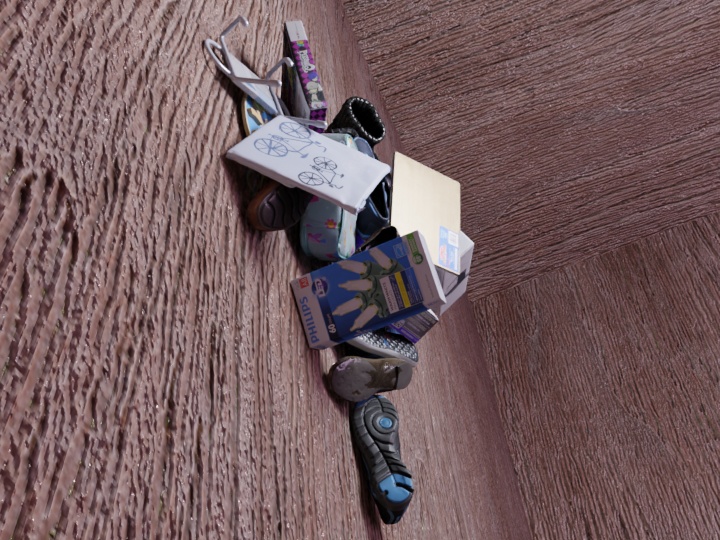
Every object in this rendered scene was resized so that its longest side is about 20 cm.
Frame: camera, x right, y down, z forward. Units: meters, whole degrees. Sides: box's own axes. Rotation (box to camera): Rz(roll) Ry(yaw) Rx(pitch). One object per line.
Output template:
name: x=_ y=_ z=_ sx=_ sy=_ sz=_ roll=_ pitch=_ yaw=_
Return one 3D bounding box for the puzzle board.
puzzle board: x=0.113 y=-0.099 z=1.364 sx=0.149 sy=0.017 sz=0.203 roll=22 pitch=55 yaw=-26

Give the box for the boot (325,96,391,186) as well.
boot: x=0.017 y=-0.238 z=1.559 sx=0.210 sy=0.157 sz=0.080 roll=37 pitch=54 yaw=-16

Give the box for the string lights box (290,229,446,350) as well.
string lights box: x=0.011 y=0.030 z=1.097 sx=0.059 sy=0.197 sz=0.104 roll=31 pitch=39 yaw=-73

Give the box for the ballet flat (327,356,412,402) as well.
ballet flat: x=0.009 y=0.158 z=1.175 sx=0.199 sy=0.046 sz=0.069 roll=3 pitch=97 yaw=-53

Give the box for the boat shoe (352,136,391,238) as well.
boat shoe: x=0.022 y=-0.151 z=1.341 sx=0.083 sy=0.069 sz=0.203 roll=2 pitch=61 yaw=-34

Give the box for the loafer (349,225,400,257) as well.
loafer: x=0.000 y=0.000 z=1.206 sx=0.201 sy=0.072 sz=0.072 roll=-56 pitch=166 yaw=-28

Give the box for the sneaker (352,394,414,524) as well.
sneaker: x=0.026 y=0.274 z=1.140 sx=0.202 sy=0.072 sz=0.083 roll=-102 pitch=-167 yaw=-47

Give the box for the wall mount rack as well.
wall mount rack: x=-0.135 y=-0.278 z=1.144 sx=0.199 sy=0.074 sz=0.175 roll=32 pitch=28 yaw=-52

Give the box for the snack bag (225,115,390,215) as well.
snack bag: x=-0.064 y=-0.149 z=1.079 sx=0.189 sy=0.197 sz=0.022 roll=-57 pitch=170 yaw=-60

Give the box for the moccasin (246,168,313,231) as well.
moccasin: x=-0.113 y=-0.113 z=1.083 sx=0.202 sy=0.076 sz=0.075 roll=-64 pitch=151 yaw=-53

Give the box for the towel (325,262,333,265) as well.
towel: x=-0.011 y=0.069 z=1.381 sx=0.200 sy=0.022 sz=0.146 roll=47 pitch=26 yaw=-62

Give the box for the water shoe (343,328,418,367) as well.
water shoe: x=0.009 y=0.129 z=1.259 sx=0.199 sy=0.079 sz=0.072 roll=29 pitch=31 yaw=-33

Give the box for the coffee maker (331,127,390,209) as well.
coffee maker: x=0.010 y=-0.142 z=1.498 sx=0.200 sy=0.132 sz=0.195 roll=66 pitch=26 yaw=-68

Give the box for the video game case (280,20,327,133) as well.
video game case: x=-0.100 y=-0.282 z=1.313 sx=0.201 sy=0.035 sz=0.184 roll=104 pitch=-28 yaw=-61

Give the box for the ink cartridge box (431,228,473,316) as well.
ink cartridge box: x=0.134 y=-0.025 z=1.487 sx=0.145 sy=0.083 sz=0.201 roll=45 pitch=-17 yaw=21

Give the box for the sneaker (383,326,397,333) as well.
sneaker: x=0.049 y=0.075 z=1.434 sx=0.079 sy=0.088 sz=0.203 roll=124 pitch=-29 yaw=-64

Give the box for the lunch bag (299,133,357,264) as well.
lunch bag: x=-0.046 y=-0.108 z=1.245 sx=0.160 sy=0.076 sz=0.204 roll=39 pitch=56 yaw=-82

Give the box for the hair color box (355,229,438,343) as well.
hair color box: x=0.038 y=0.022 z=1.316 sx=0.109 sy=0.065 sz=0.200 roll=37 pitch=10 yaw=-50

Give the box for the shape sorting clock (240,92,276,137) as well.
shape sorting clock: x=-0.129 y=-0.187 z=1.214 sx=0.200 sy=0.039 sz=0.203 roll=-21 pitch=91 yaw=-79
